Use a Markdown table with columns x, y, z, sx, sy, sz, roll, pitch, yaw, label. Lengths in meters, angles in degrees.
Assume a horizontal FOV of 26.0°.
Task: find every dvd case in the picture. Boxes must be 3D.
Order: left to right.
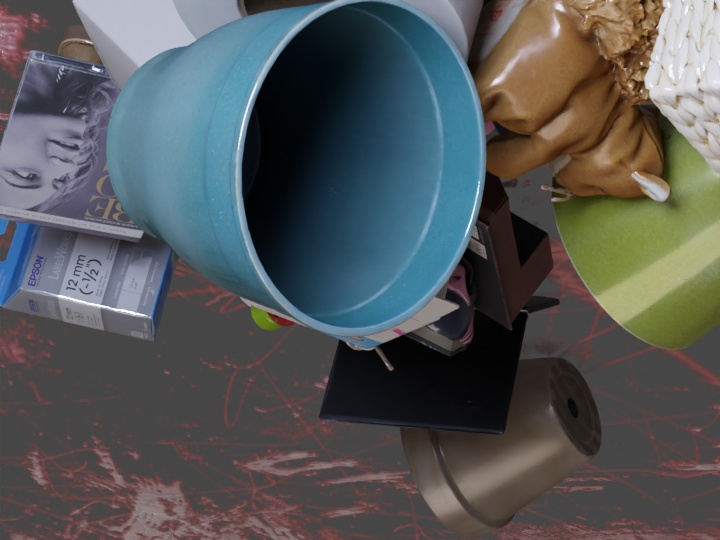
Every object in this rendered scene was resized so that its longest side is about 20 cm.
| x | y | z | sx | sy | sz | roll | pitch | yaw | label |
| --- | --- | --- | --- | --- | --- | --- | --- | --- | --- |
| -0.235 | -0.101 | 1.345 | 0.148 | 0.016 | 0.200 | 10 | 139 | -21 | dvd case |

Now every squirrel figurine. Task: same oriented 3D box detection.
| x | y | z | sx | sy | sz | roll | pitch | yaw | label |
| --- | --- | --- | --- | --- | --- | --- | --- | --- | --- |
| 0.167 | -0.129 | 1.084 | 0.200 | 0.142 | 0.186 | -35 | 123 | 29 | squirrel figurine |

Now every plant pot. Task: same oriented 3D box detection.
| x | y | z | sx | sy | sz | roll | pitch | yaw | label |
| --- | --- | --- | --- | --- | --- | --- | --- | --- | --- |
| -0.056 | -0.070 | 0.984 | 0.188 | 0.201 | 0.200 | 9 | 160 | 47 | plant pot |
| 0.168 | 0.181 | 1.749 | 0.173 | 0.201 | 0.200 | -23 | 139 | 29 | plant pot |
| 0.282 | -0.066 | 1.195 | 0.187 | 0.188 | 0.200 | 28 | 136 | -29 | plant pot |

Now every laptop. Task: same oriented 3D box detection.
| x | y | z | sx | sy | sz | roll | pitch | yaw | label |
| --- | --- | --- | --- | --- | --- | --- | --- | --- | --- |
| 0.083 | 0.085 | 1.552 | 0.186 | 0.117 | 0.200 | 3 | -176 | 21 | laptop |

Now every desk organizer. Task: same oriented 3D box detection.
| x | y | z | sx | sy | sz | roll | pitch | yaw | label |
| --- | --- | --- | --- | --- | --- | --- | --- | --- | --- |
| 0.119 | -0.035 | 1.400 | 0.072 | 0.077 | 0.200 | 32 | 163 | 25 | desk organizer |

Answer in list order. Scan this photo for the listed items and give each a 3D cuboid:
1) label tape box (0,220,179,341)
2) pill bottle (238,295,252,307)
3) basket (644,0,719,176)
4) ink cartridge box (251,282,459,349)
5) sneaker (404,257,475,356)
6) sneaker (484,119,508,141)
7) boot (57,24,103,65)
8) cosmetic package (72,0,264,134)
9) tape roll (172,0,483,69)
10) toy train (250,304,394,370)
| x | y | z | sx | sy | sz | roll | pitch | yaw | label |
| --- | --- | --- | --- | --- | --- | --- | --- | --- | --- |
| -0.285 | -0.025 | 1.566 | 0.199 | 0.144 | 0.066 | 14 | 155 | -1 | label tape box |
| -0.032 | -0.023 | 1.479 | 0.116 | 0.116 | 0.200 | 31 | 150 | -34 | pill bottle |
| 0.303 | -0.147 | 0.967 | 0.160 | 0.199 | 0.200 | -5 | 150 | 42 | basket |
| 0.000 | 0.000 | 1.254 | 0.115 | 0.068 | 0.200 | 21 | 162 | -16 | ink cartridge box |
| 0.081 | 0.025 | 1.407 | 0.070 | 0.082 | 0.200 | 24 | -175 | 3 | sneaker |
| 0.088 | -0.142 | 1.216 | 0.082 | 0.070 | 0.200 | -27 | 145 | 27 | sneaker |
| -0.254 | -0.137 | 1.402 | 0.073 | 0.076 | 0.200 | 13 | 156 | -3 | boot |
| -0.120 | -0.145 | 1.186 | 0.200 | 0.085 | 0.108 | 43 | 165 | 31 | cosmetic package |
| -0.011 | -0.217 | 1.029 | 0.202 | 0.140 | 0.203 | 13 | 153 | 7 | tape roll |
| -0.061 | 0.029 | 1.401 | 0.200 | 0.085 | 0.116 | 51 | 150 | -2 | toy train |
